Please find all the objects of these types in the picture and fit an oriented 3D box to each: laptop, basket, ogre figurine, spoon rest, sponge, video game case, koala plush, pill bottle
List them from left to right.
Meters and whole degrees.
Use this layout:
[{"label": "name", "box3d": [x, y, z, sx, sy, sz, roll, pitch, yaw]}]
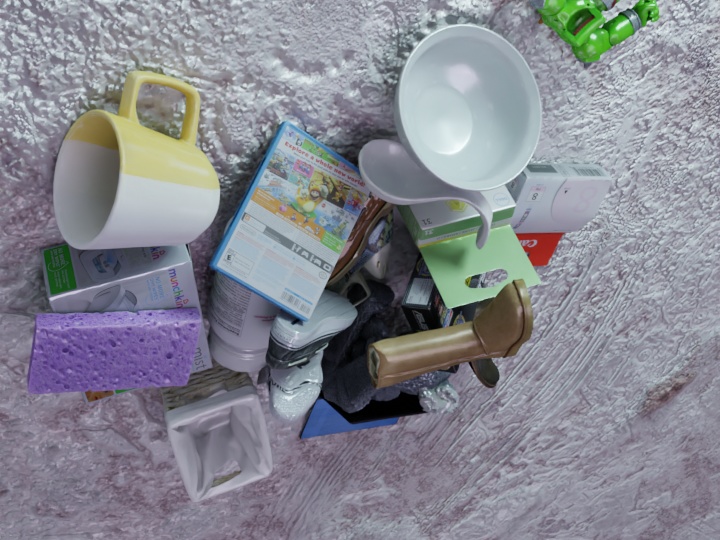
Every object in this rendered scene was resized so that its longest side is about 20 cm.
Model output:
[{"label": "sponge", "box3d": [-0.300, 0.098, 1.203, 0.198, 0.030, 0.112, -1, 130, -25]}, {"label": "basket", "box3d": [-0.214, 0.217, 1.438, 0.134, 0.124, 0.201, -17, 136, -13]}, {"label": "pill bottle", "box3d": [-0.141, 0.030, 1.305, 0.112, 0.114, 0.201, -3, 133, -26]}, {"label": "video game case", "box3d": [-0.080, -0.060, 1.209, 0.142, 0.018, 0.202, 31, 77, -23]}, {"label": "laptop", "box3d": [0.025, 0.245, 1.594, 0.185, 0.200, 0.117, -5, 106, -25]}, {"label": "koala plush", "box3d": [0.056, 0.135, 1.488, 0.198, 0.179, 0.184, 7, 140, -34]}, {"label": "spoon rest", "box3d": [0.086, -0.102, 1.240, 0.198, 0.100, 0.061, 28, 135, -13]}, {"label": "ogre figurine", "box3d": [0.276, -0.334, 1.198, 0.120, 0.098, 0.200, -50, 147, 5]}]

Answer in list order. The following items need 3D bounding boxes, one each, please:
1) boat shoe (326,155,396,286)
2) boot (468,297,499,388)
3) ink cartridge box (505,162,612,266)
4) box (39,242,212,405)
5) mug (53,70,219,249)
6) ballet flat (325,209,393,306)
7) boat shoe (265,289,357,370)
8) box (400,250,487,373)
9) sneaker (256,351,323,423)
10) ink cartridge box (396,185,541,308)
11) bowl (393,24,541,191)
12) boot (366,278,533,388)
[{"label": "boat shoe", "box3d": [-0.018, -0.072, 1.314, 0.068, 0.072, 0.201, 25, 105, -38]}, {"label": "boot", "box3d": [0.212, 0.120, 1.619, 0.096, 0.075, 0.200, -32, 137, 8]}, {"label": "ink cartridge box", "box3d": [0.269, -0.069, 1.488, 0.161, 0.057, 0.202, -3, 127, -28]}, {"label": "box", "box3d": [-0.292, 0.050, 1.255, 0.174, 0.097, 0.202, -14, 135, -13]}, {"label": "mug", "box3d": [-0.233, -0.104, 1.106, 0.152, 0.150, 0.187, 7, 134, -44]}, {"label": "ballet flat", "box3d": [0.000, 0.000, 1.383, 0.074, 0.075, 0.200, 16, 127, -39]}, {"label": "boat shoe", "box3d": [-0.072, 0.076, 1.290, 0.071, 0.072, 0.200, -59, 163, 21]}, {"label": "box", "box3d": [0.125, 0.016, 1.392, 0.044, 0.202, 0.161, 5, 144, 26]}, {"label": "sneaker", "box3d": [-0.102, 0.156, 1.400, 0.074, 0.201, 0.115, 19, 131, -10]}, {"label": "ink cartridge box", "box3d": [0.141, -0.058, 1.311, 0.144, 0.201, 0.048, -14, 145, -16]}, {"label": "bowl", "box3d": [0.118, -0.193, 1.220, 0.199, 0.090, 0.204, 1, 88, -24]}, {"label": "boot", "box3d": [0.112, 0.087, 1.259, 0.197, 0.067, 0.176, -11, 148, -9]}]
